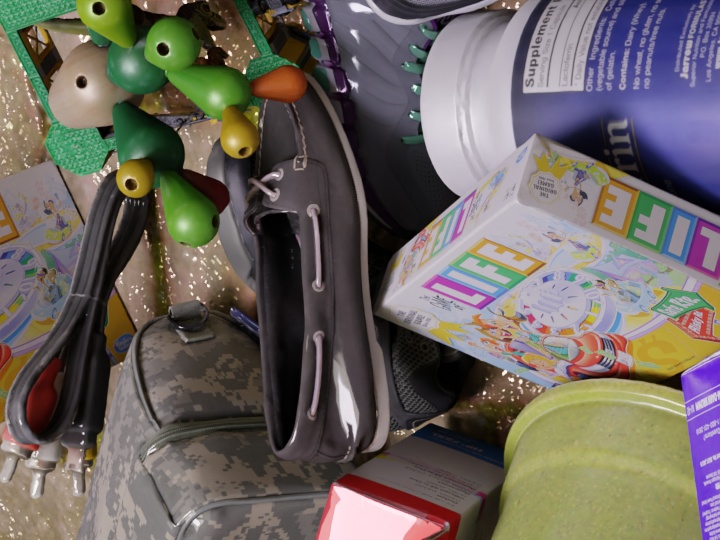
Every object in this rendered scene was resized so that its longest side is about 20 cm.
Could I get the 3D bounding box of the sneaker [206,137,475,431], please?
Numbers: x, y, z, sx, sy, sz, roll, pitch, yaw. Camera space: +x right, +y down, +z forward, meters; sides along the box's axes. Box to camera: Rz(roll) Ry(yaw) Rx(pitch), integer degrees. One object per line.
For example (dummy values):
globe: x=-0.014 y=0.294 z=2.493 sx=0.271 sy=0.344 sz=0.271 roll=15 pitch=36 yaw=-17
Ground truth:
sneaker: x=0.000 y=0.000 z=1.203 sx=0.114 sy=0.076 sz=0.200 roll=-16 pitch=113 yaw=35

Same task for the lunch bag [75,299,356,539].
lunch bag: x=-0.096 y=0.141 z=1.311 sx=0.168 sy=0.139 sz=0.201 roll=54 pitch=136 yaw=40

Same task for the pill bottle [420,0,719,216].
pill bottle: x=0.133 y=-0.080 z=1.048 sx=0.199 sy=0.116 sz=0.116 roll=1 pitch=109 yaw=40

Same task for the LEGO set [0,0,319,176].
LEGO set: x=-0.103 y=-0.149 z=1.235 sx=0.199 sy=0.116 sz=0.154 roll=-22 pitch=113 yaw=29

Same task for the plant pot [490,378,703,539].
plant pot: x=0.121 y=0.188 z=1.081 sx=0.200 sy=0.184 sz=0.201 roll=23 pitch=143 yaw=19

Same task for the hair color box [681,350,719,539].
hair color box: x=0.216 y=0.136 z=1.005 sx=0.065 sy=0.109 sz=0.201 roll=133 pitch=133 yaw=-67

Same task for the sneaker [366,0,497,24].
sneaker: x=0.077 y=-0.171 z=1.017 sx=0.199 sy=0.114 sz=0.076 roll=-29 pitch=100 yaw=18

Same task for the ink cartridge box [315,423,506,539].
ink cartridge box: x=0.020 y=0.160 z=1.162 sx=0.067 sy=0.200 sz=0.117 roll=19 pitch=103 yaw=17

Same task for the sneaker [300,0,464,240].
sneaker: x=0.023 y=-0.105 z=1.138 sx=0.087 sy=0.074 sz=0.201 roll=1 pitch=119 yaw=44

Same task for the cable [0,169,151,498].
cable: x=-0.174 y=0.033 z=1.310 sx=0.050 sy=0.097 sz=0.201 roll=1 pitch=79 yaw=30

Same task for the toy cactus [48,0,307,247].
toy cactus: x=-0.112 y=-0.109 z=1.130 sx=0.165 sy=0.102 sz=0.201 roll=-17 pitch=99 yaw=63

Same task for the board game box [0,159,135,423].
board game box: x=-0.234 y=0.026 z=1.331 sx=0.034 sy=0.200 sz=0.135 roll=-24 pitch=93 yaw=42

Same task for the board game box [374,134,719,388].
board game box: x=0.101 y=0.007 z=1.060 sx=0.134 sy=0.034 sz=0.200 roll=23 pitch=159 yaw=-10

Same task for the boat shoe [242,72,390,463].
boat shoe: x=-0.031 y=-0.002 z=1.122 sx=0.067 sy=0.057 sz=0.201 roll=-22 pitch=77 yaw=60
